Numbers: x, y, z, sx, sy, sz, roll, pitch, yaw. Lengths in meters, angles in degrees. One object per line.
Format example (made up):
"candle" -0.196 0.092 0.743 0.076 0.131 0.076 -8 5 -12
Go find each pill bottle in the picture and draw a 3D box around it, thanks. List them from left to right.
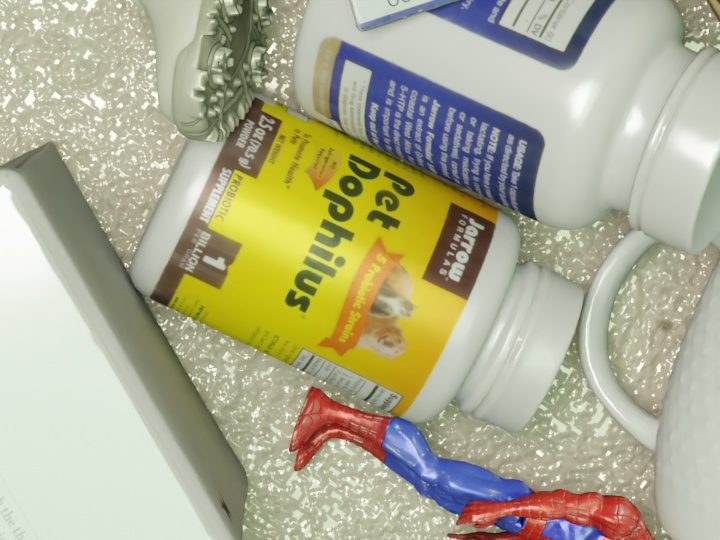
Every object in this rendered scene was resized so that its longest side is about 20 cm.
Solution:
"pill bottle" 0.000 0.000 1.392 0.199 0.109 0.110 25 95 -5
"pill bottle" 0.081 -0.088 1.351 0.199 0.120 0.120 26 95 16

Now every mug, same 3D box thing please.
"mug" 0.196 0.048 1.399 0.199 0.148 0.176 30 101 19

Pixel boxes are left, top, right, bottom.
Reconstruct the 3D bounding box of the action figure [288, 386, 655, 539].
"action figure" 0.064 0.112 1.414 0.199 0.065 0.052 17 70 8

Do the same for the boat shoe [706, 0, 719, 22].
"boat shoe" 0.149 -0.172 1.274 0.072 0.068 0.200 -42 107 -3

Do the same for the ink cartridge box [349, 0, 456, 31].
"ink cartridge box" 0.057 -0.230 1.298 0.195 0.043 0.201 -18 106 -8

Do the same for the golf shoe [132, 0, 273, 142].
"golf shoe" -0.091 -0.141 1.362 0.097 0.078 0.201 -4 55 9

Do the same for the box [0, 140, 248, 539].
"box" -0.171 0.069 1.348 0.171 0.200 0.200 -30 96 3
